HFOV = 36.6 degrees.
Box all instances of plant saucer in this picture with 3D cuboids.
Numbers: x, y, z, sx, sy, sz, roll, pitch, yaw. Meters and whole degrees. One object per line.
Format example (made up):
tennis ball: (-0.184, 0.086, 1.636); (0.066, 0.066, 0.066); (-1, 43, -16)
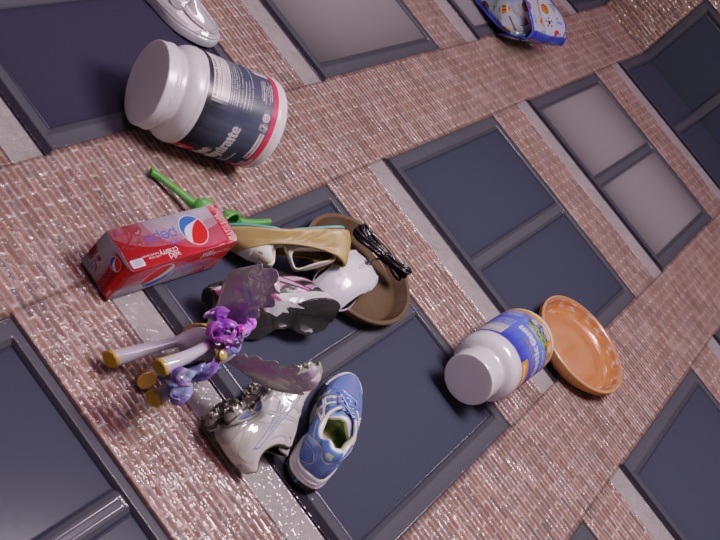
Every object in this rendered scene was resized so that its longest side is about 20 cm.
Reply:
plant saucer: (-0.009, 0.001, 1.650); (0.200, 0.029, 0.200); (29, 40, -27)
plant saucer: (0.385, 0.138, 1.943); (0.200, 0.037, 0.200); (28, 41, -27)

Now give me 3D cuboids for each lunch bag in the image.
lunch bag: (0.384, -0.611, 2.580); (0.170, 0.124, 0.200); (-7, 55, -51)

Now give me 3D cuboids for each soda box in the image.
soda box: (-0.249, -0.026, 1.377); (0.200, 0.070, 0.063); (-20, 72, -53)

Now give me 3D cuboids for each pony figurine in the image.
pony figurine: (-0.167, 0.084, 1.263); (0.200, 0.193, 0.167); (-29, 112, -41)

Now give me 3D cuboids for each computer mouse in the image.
computer mouse: (0.000, 0.000, 1.598); (0.110, 0.044, 0.200); (50, 35, 0)

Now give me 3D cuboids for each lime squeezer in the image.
lime squeezer: (-0.204, -0.081, 1.521); (0.200, 0.038, 0.071); (22, 11, -32)

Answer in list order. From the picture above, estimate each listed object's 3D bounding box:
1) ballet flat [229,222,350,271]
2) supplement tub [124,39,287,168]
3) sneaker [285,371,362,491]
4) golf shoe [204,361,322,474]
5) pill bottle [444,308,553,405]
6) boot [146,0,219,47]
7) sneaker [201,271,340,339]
ballet flat: (-0.107, -0.031, 1.506); (0.200, 0.069, 0.063); (0, 75, -16)
supplement tub: (-0.218, -0.236, 1.549); (0.200, 0.140, 0.140); (16, 46, -38)
sneaker: (-0.027, 0.198, 1.401); (0.076, 0.077, 0.200); (38, 35, -12)
golf shoe: (-0.107, 0.181, 1.353); (0.200, 0.078, 0.097); (-30, 98, -49)
pill bottle: (0.212, 0.137, 1.689); (0.112, 0.112, 0.200); (54, 35, 7)
boot: (-0.285, -0.449, 1.716); (0.200, 0.096, 0.074); (40, 36, -12)
sneaker: (-0.131, 0.039, 1.460); (0.200, 0.080, 0.086); (10, 27, -40)
